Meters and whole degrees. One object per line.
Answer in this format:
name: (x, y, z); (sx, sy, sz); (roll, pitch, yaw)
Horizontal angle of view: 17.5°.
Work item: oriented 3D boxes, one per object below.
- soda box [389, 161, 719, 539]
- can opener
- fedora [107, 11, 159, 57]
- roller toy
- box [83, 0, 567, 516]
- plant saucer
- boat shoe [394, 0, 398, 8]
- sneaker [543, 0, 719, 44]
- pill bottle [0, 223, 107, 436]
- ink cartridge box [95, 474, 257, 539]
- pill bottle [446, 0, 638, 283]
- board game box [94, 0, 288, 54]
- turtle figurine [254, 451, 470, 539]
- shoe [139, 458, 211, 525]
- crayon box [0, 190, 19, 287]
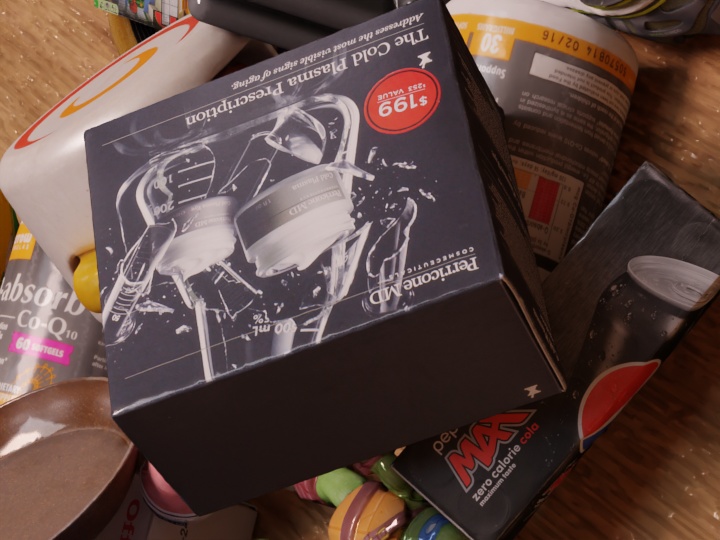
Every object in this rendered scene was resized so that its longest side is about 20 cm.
soda box: (0.106, 0.045, 1.174); (0.071, 0.063, 0.200); (40, 92, 12)
can opener: (-0.004, -0.148, 1.364); (0.053, 0.199, 0.067); (124, 148, -42)
fedora: (-0.078, -0.173, 1.528); (0.200, 0.082, 0.202); (16, 116, 36)
roller toy: (-0.109, -0.057, 1.401); (0.182, 0.140, 0.200); (-37, 13, -5)
box: (-0.020, -0.007, 1.145); (0.199, 0.104, 0.183); (-20, 52, 11)
plant saucer: (-0.209, 0.139, 1.381); (0.199, 0.035, 0.201); (-25, 26, 13)
boat shoe: (0.035, -0.189, 1.444); (0.066, 0.075, 0.201); (2, 65, 14)
sneaker: (0.146, -0.156, 1.281); (0.074, 0.081, 0.200); (-61, 18, 5)
pill bottle: (-0.181, 0.023, 1.543); (0.116, 0.116, 0.201); (2, 73, 52)
ink cartridge box: (-0.166, 0.204, 1.469); (0.199, 0.083, 0.146); (-2, 70, 50)
pill bottle: (0.073, -0.039, 1.270); (0.116, 0.116, 0.201); (4, 74, 52)
board game box: (-0.089, -0.190, 1.459); (0.199, 0.023, 0.105); (21, 118, 34)
turtle figurine: (-0.035, 0.142, 1.266); (0.199, 0.145, 0.194); (-30, 10, -18)
shoe: (-0.067, 0.050, 1.378); (0.201, 0.071, 0.091); (-61, -6, -27)
crayon box: (-0.283, 0.041, 1.642); (0.173, 0.058, 0.201); (91, -177, -68)
